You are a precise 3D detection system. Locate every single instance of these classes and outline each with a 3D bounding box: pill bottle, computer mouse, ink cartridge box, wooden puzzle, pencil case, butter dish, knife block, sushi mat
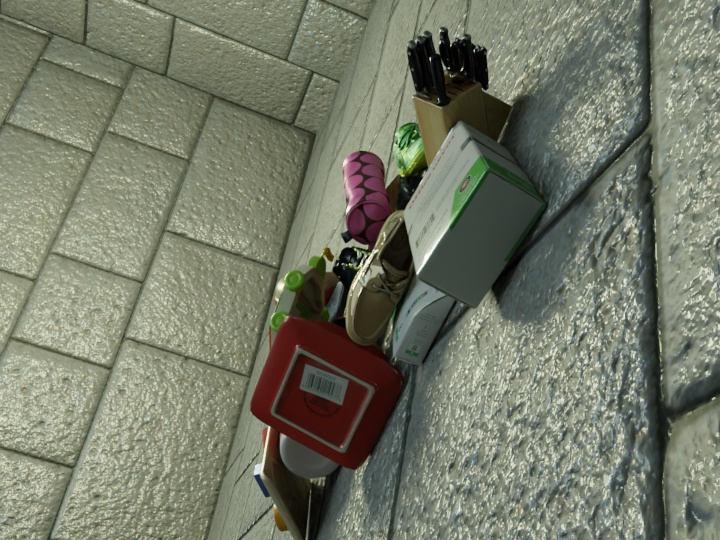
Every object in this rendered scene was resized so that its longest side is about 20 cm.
[{"bbox_3d":[-0.087,0.270,1.416,0.200,0.111,0.114,-107,37,-73],"label":"pill bottle"},{"bbox_3d":[-0.025,0.069,1.480,0.052,0.138,0.202,33,104,33],"label":"computer mouse"},{"bbox_3d":[0.126,-0.073,0.943,0.147,0.083,0.201,-58,14,21],"label":"ink cartridge box"},{"bbox_3d":[-0.140,0.372,1.412,0.201,0.046,0.187,-97,-13,-63],"label":"wooden puzzle"},{"bbox_3d":[0.009,-0.121,1.344,0.201,0.089,0.095,-92,-18,-56],"label":"pencil case"},{"bbox_3d":[-0.039,0.162,1.217,0.201,0.198,0.148,-66,-5,27],"label":"butter dish"},{"bbox_3d":[0.107,-0.201,1.033,0.064,0.174,0.202,36,108,46],"label":"knife block"},{"bbox_3d":[0.042,-0.058,1.365,0.096,0.012,0.203,-39,40,51],"label":"sushi mat"},{"bbox_3d":[0.098,0.002,1.098,0.162,0.049,0.202,-89,18,-58],"label":"ink cartridge box"}]

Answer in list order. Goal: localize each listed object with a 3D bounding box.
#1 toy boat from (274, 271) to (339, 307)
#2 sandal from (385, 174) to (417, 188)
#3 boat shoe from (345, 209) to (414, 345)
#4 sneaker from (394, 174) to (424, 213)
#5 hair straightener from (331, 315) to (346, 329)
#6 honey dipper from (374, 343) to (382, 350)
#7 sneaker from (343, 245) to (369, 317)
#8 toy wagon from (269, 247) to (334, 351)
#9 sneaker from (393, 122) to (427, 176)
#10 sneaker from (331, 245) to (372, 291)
[{"bbox_3d":[-0.075,0.069,1.547,0.129,0.199,0.133,-4,90,39],"label":"toy boat"},{"bbox_3d":[0.057,-0.134,1.525,0.083,0.049,0.205,-92,23,-63],"label":"sandal"},{"bbox_3d":[0.034,0.007,1.111,0.064,0.070,0.203,172,118,-77],"label":"boat shoe"},{"bbox_3d":[0.089,-0.081,1.266,0.201,0.074,0.080,-78,-3,-61],"label":"sneaker"},{"bbox_3d":[-0.005,0.101,1.323,0.199,0.041,0.078,-36,46,20],"label":"hair straightener"},{"bbox_3d":[-0.043,0.175,1.333,0.199,0.038,0.038,-31,35,35],"label":"honey dipper"},{"bbox_3d":[0.021,0.046,1.417,0.076,0.069,0.203,80,-153,-72],"label":"sneaker"},{"bbox_3d":[-0.090,0.056,1.287,0.156,0.039,0.203,61,-138,-61],"label":"toy wagon"},{"bbox_3d":[0.090,-0.209,1.356,0.073,0.085,0.200,-27,4,-11],"label":"sneaker"},{"bbox_3d":[0.000,0.000,1.253,0.072,0.082,0.200,-56,10,-19],"label":"sneaker"}]
